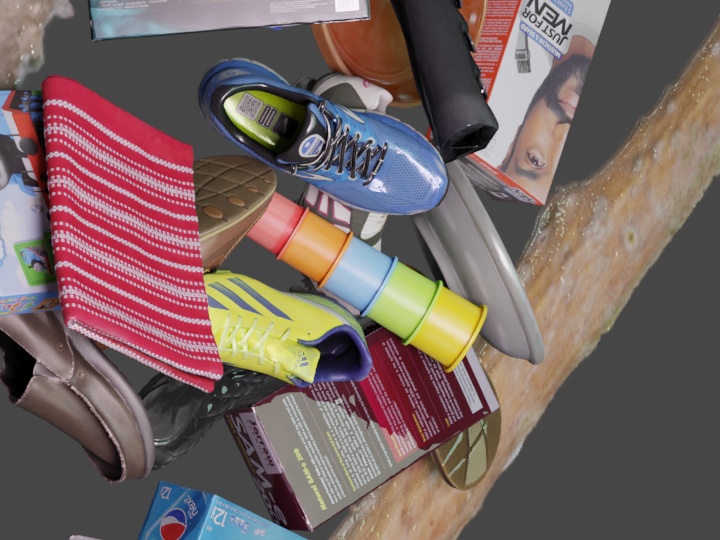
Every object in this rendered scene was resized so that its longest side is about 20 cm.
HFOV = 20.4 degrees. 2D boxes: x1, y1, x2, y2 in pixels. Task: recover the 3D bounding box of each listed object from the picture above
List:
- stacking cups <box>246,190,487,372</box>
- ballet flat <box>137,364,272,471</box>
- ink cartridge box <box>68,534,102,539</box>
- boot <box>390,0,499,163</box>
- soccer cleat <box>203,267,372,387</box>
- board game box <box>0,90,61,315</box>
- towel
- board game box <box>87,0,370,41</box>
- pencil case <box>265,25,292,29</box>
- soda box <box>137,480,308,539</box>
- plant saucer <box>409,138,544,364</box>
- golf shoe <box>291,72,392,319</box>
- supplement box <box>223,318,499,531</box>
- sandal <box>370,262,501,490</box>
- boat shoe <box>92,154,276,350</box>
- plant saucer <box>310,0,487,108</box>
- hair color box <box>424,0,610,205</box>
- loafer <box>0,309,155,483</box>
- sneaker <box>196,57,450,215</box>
[{"bbox_3d":[0.000,0.000,1.518,0.199,0.060,0.061,33,68,-8],"label":"stacking cups"},{"bbox_3d":[-0.112,0.079,1.498,0.066,0.057,0.200,45,51,7],"label":"ballet flat"},{"bbox_3d":[-0.149,0.298,1.448,0.200,0.085,0.146,38,67,-43],"label":"ink cartridge box"},{"bbox_3d":[0.048,-0.191,1.479,0.165,0.065,0.201,36,41,-76],"label":"boot"},{"bbox_3d":[-0.070,0.048,1.439,0.200,0.084,0.065,6,124,-46],"label":"soccer cleat"},{"bbox_3d":[-0.255,-0.043,1.290,0.199,0.037,0.152,-7,68,-44],"label":"board game box"},{"bbox_3d":[-0.153,-0.027,1.335,0.144,0.022,0.201,30,40,-44],"label":"towel"},{"bbox_3d":[-0.096,-0.236,1.404,0.199,0.028,0.136,-5,100,-7],"label":"board game box"},{"bbox_3d":[-0.050,-0.272,1.492,0.087,0.078,0.201,56,52,-64],"label":"pencil case"},{"bbox_3d":[-0.076,0.227,1.525,0.200,0.068,0.064,34,71,-42],"label":"soda box"},{"bbox_3d":[0.084,-0.007,1.608,0.050,0.200,0.201,-26,117,-3],"label":"plant saucer"},{"bbox_3d":[-0.008,-0.053,1.554,0.077,0.088,0.201,-25,113,-43],"label":"golf shoe"},{"bbox_3d":[0.002,0.108,1.560,0.199,0.061,0.109,-29,99,-30],"label":"supplement box"},{"bbox_3d":[0.056,0.086,1.660,0.080,0.054,0.201,-34,102,-30],"label":"sandal"},{"bbox_3d":[-0.139,-0.014,1.444,0.200,0.072,0.068,-40,149,-33],"label":"boat shoe"},{"bbox_3d":[0.027,-0.232,1.608,0.200,0.032,0.202,-5,97,-45],"label":"plant saucer"},{"bbox_3d":[0.135,-0.170,1.702,0.111,0.064,0.201,31,74,-44],"label":"hair color box"},{"bbox_3d":[-0.215,0.074,1.374,0.071,0.073,0.201,-43,113,-29],"label":"loafer"},{"bbox_3d":[-0.028,-0.089,1.465,0.199,0.089,0.079,21,103,-8],"label":"sneaker"}]
